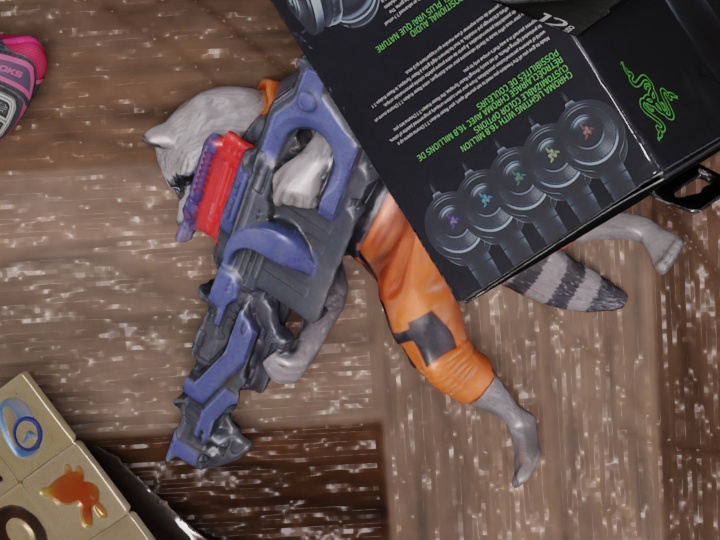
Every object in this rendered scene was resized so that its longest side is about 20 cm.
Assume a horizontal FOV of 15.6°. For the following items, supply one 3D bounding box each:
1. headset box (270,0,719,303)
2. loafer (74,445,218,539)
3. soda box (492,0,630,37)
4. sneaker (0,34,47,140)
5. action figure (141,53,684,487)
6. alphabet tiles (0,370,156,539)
[{"bbox_3d":[0.059,-0.102,0.896,0.093,0.174,0.200,-33,86,34],"label":"headset box"},{"bbox_3d":[-0.058,0.144,1.052,0.200,0.071,0.073,47,132,2],"label":"loafer"},{"bbox_3d":[0.075,-0.178,0.793,0.071,0.063,0.201,21,74,-13],"label":"soda box"},{"bbox_3d":[-0.202,-0.123,0.983,0.075,0.081,0.200,-41,108,-4],"label":"sneaker"},{"bbox_3d":[0.000,0.000,1.013,0.193,0.105,0.200,32,128,1],"label":"action figure"},{"bbox_3d":[-0.144,0.131,1.036,0.166,0.006,0.200,-36,93,31],"label":"alphabet tiles"}]
